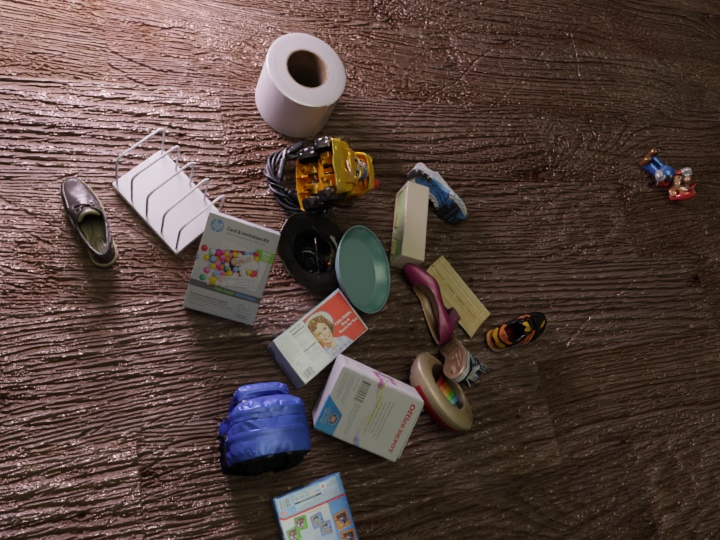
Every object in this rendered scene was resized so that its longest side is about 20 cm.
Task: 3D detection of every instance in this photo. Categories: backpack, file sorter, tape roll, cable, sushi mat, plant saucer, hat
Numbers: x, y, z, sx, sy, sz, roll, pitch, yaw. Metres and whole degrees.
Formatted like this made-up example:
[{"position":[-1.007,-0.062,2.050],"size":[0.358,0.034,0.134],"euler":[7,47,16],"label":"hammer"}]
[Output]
[{"position":[-0.188,0.299,1.109],"size":[0.159,0.200,0.172],"euler":[-7,74,-24],"label":"backpack"},{"position":[-0.398,-0.168,1.232],"size":[0.200,0.124,0.139],"euler":[47,61,-2],"label":"file sorter"},{"position":[-0.148,-0.450,1.435],"size":[0.198,0.139,0.208],"euler":[8,67,-20],"label":"tape roll"},{"position":[-0.138,-0.207,1.400],"size":[0.161,0.051,0.203],"euler":[-25,84,-31],"label":"cable"},{"position":[0.242,0.064,1.489],"size":[0.095,0.012,0.201],"euler":[-39,89,-28],"label":"sushi mat"},{"position":[0.000,0.000,1.357],"size":[0.198,0.035,0.205],"euler":[22,63,-50],"label":"plant saucer"},{"position":[-0.119,-0.034,1.330],"size":[0.198,0.080,0.206],"euler":[16,65,-37],"label":"hat"}]

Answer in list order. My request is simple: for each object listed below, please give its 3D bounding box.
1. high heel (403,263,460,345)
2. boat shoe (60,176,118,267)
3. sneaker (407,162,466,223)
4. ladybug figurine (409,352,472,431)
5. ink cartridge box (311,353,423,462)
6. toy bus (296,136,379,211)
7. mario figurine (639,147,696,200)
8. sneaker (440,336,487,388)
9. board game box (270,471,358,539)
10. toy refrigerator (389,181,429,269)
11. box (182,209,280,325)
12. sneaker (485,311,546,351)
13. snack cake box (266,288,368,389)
[{"position":[0.159,0.079,1.415],"size":[0.200,0.067,0.096],"euler":[47,55,-3],"label":"high heel"},{"position":[-0.543,-0.106,1.179],"size":[0.072,0.065,0.203],"euler":[-28,83,-27],"label":"boat shoe"},{"position":[0.211,-0.211,1.548],"size":[0.200,0.075,0.087],"euler":[44,35,-14],"label":"sneaker"},{"position":[0.178,0.284,1.333],"size":[0.202,0.072,0.135],"euler":[54,27,4],"label":"ladybug figurine"},{"position":[0.015,0.289,1.237],"size":[0.197,0.085,0.147],"euler":[26,93,-12],"label":"ink cartridge box"},{"position":[-0.033,-0.211,1.319],"size":[0.188,0.199,0.140],"euler":[-2,85,-28],"label":"toy bus"},{"position":[1.017,-0.315,1.910],"size":[0.124,0.106,0.200],"euler":[-45,84,5],"label":"mario figurine"},{"position":[0.243,0.229,1.344],"size":[0.070,0.200,0.109],"euler":[-40,98,10],"label":"sneaker"},{"position":[-0.081,0.528,1.165],"size":[0.148,0.037,0.204],"euler":[-12,76,-26],"label":"board game box"},{"position":[0.120,-0.111,1.465],"size":[0.068,0.076,0.205],"euler":[14,67,-18],"label":"toy refrigerator"},{"position":[-0.267,-0.004,1.220],"size":[0.153,0.041,0.204],"euler":[17,97,-17],"label":"box"},{"position":[0.415,0.150,1.489],"size":[0.196,0.090,0.071],"euler":[-17,78,-27],"label":"sneaker"},{"position":[-0.092,0.148,1.282],"size":[0.199,0.067,0.116],"euler":[-37,87,-30],"label":"snack cake box"}]
